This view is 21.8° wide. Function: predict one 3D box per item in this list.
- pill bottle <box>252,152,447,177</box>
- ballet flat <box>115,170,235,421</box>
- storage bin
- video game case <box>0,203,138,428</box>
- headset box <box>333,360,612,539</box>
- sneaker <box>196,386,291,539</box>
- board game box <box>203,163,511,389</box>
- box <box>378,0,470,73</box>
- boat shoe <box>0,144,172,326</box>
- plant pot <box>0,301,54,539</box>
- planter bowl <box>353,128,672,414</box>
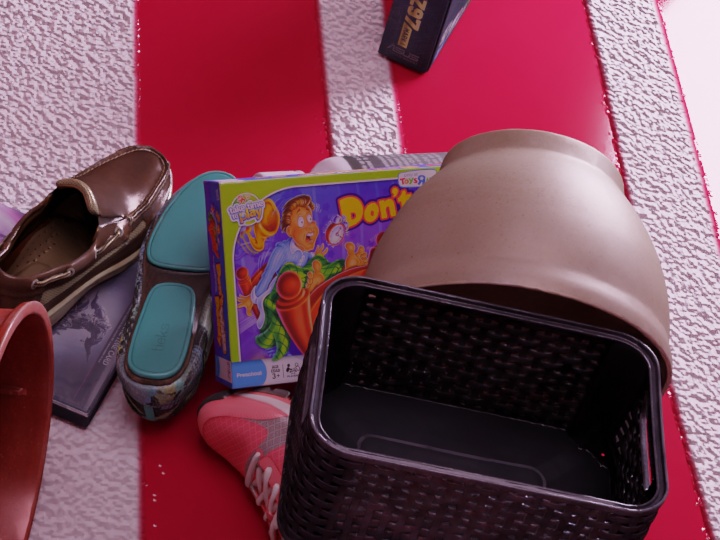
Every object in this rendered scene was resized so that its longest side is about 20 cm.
[{"bbox_3d":[0.022,-0.027,1.339,0.199,0.114,0.114,-3,50,-18],"label":"pill bottle"},{"bbox_3d":[-0.123,0.020,1.287,0.074,0.074,0.201,18,50,1],"label":"ballet flat"},{"bbox_3d":[0.062,0.097,1.052,0.199,0.094,0.136,13,42,-7],"label":"storage bin"},{"bbox_3d":[-0.250,0.016,1.290,0.199,0.019,0.143,21,47,5],"label":"video game case"},{"bbox_3d":[0.058,0.156,1.115,0.148,0.077,0.200,27,44,10],"label":"headset box"},{"bbox_3d":[-0.034,0.149,1.197,0.200,0.074,0.087,33,52,15],"label":"sneaker"},{"bbox_3d":[0.000,0.000,1.249,0.199,0.045,0.135,-6,96,-18],"label":"board game box"},{"bbox_3d":[0.087,-0.283,1.552,0.051,0.158,0.200,24,47,6],"label":"box"},{"bbox_3d":[-0.189,-0.032,1.286,0.074,0.075,0.203,27,48,9],"label":"boat shoe"},{"bbox_3d":[-0.300,0.102,1.094,0.194,0.201,0.201,9,47,2],"label":"plant pot"},{"bbox_3d":[0.101,-0.003,1.172,0.199,0.200,0.135,13,63,-4],"label":"planter bowl"}]
